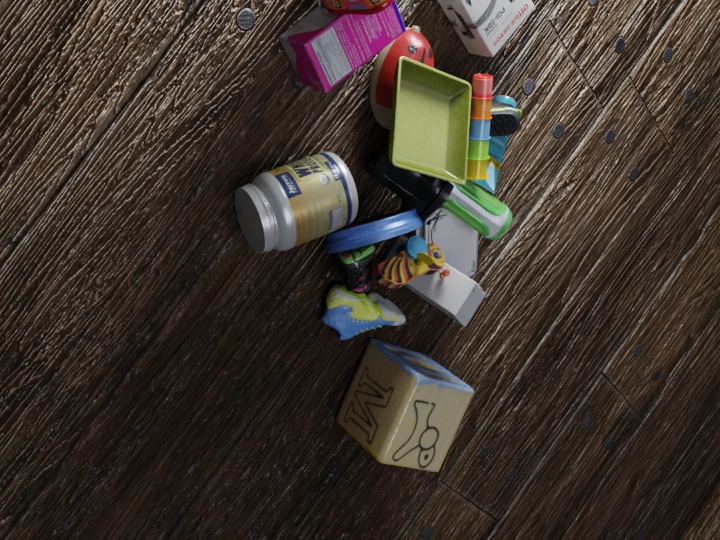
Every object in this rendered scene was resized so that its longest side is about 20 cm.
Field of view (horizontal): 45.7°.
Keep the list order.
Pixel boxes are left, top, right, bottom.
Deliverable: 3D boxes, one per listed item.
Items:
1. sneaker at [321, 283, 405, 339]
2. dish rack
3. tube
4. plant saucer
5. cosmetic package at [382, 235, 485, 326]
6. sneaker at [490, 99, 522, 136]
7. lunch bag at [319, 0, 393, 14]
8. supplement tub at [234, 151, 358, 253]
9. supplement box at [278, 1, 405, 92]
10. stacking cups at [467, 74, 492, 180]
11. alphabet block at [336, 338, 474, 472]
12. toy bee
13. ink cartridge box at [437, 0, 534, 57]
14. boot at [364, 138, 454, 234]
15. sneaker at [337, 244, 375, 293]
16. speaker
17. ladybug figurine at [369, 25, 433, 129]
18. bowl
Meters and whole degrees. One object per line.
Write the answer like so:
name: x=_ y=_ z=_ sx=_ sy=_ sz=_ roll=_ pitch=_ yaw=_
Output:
sneaker: x=-0.001 y=0.099 z=1.801 sx=0.197 sy=0.076 sz=0.106 roll=22 pitch=108 yaw=-31
dish rack: x=0.198 y=-0.057 z=1.884 sx=0.169 sy=0.043 sz=0.205 roll=-14 pitch=116 yaw=-29
tube: x=0.281 y=-0.269 z=1.808 sx=0.076 sy=0.050 sz=0.204 roll=24 pitch=75 yaw=-21
plant saucer: x=0.123 y=-0.276 z=1.612 sx=0.197 sy=0.047 sz=0.205 roll=9 pitch=82 yaw=-40
cosmetic package: x=0.151 y=0.020 z=1.768 sx=0.086 sy=0.199 sz=0.108 roll=-54 pitch=153 yaw=-2
sneaker: x=0.237 y=-0.319 z=1.770 sx=0.195 sy=0.084 sz=0.073 roll=5 pitch=127 yaw=0
lunch bag: x=0.003 y=-0.531 z=1.466 sx=0.203 sy=0.173 sz=0.082 roll=-62 pitch=142 yaw=-24
supplement tub: x=-0.118 y=-0.123 z=1.570 sx=0.197 sy=0.144 sz=0.147 roll=-23 pitch=121 yaw=-26
supplement box: x=-0.032 y=-0.425 z=1.532 sx=0.199 sy=0.101 sz=0.104 roll=-39 pitch=127 yaw=-14
stacking cups: x=0.232 y=-0.287 z=1.705 sx=0.059 sy=0.060 sz=0.205 roll=-11 pitch=113 yaw=-30
alphabet block: x=0.095 y=0.294 z=1.861 sx=0.193 sy=0.196 sz=0.204 roll=20 pitch=98 yaw=-37
toy bee: x=0.123 y=-0.019 z=1.673 sx=0.199 sy=0.131 sz=0.109 roll=-40 pitch=90 yaw=-6
ink cartridge box: x=0.237 y=-0.547 z=1.679 sx=0.147 sy=0.082 sz=0.200 roll=-50 pitch=128 yaw=-8
boot: x=0.081 y=-0.172 z=1.724 sx=0.167 sy=0.200 sz=0.077 roll=36 pitch=64 yaw=-5
sneaker: x=0.000 y=0.000 z=1.678 sx=0.075 sy=0.200 sz=0.086 roll=-13 pitch=81 yaw=3
speaker: x=0.225 y=-0.148 z=1.805 sx=0.198 sy=0.088 sz=0.089 roll=33 pitch=90 yaw=-19
ladybug figurine: x=0.088 y=-0.370 z=1.657 sx=0.133 sy=0.072 sz=0.205 roll=0 pitch=109 yaw=-34
bowl: x=0.022 y=-0.079 z=1.660 sx=0.197 sy=0.200 sz=0.040 roll=-19 pitch=96 yaw=-27
